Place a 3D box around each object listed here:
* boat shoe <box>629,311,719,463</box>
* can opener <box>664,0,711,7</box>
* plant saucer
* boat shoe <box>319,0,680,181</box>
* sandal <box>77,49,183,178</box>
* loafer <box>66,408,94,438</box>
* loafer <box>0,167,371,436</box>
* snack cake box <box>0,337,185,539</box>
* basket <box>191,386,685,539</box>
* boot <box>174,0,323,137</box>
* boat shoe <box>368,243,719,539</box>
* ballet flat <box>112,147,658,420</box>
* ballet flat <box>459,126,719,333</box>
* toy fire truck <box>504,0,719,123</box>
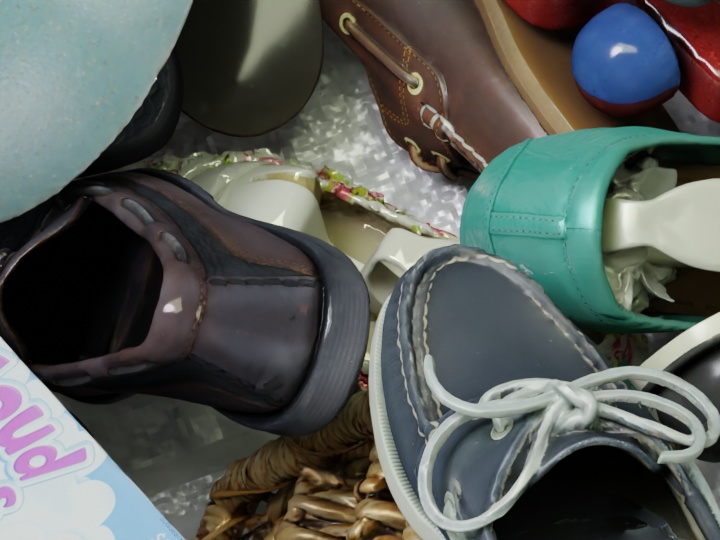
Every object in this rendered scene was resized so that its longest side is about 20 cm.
[{"bbox_3d":[0.154,0.036,0.819,0.201,0.074,0.063,3,60,-46],"label":"boat shoe"},{"bbox_3d":[0.135,-0.075,0.841,0.200,0.067,0.053,42,26,-1],"label":"can opener"},{"bbox_3d":[-0.123,-0.114,0.870,0.200,0.039,0.202,-9,76,40],"label":"plant saucer"},{"bbox_3d":[0.036,-0.065,0.938,0.070,0.070,0.200,-48,57,24],"label":"boat shoe"},{"bbox_3d":[-0.141,-0.063,0.944,0.199,0.043,0.077,3,73,25],"label":"sandal"},{"bbox_3d":[-0.143,0.110,0.849,0.073,0.071,0.201,19,65,13],"label":"loafer"},{"bbox_3d":[-0.073,0.003,0.842,0.063,0.200,0.072,14,88,-33],"label":"loafer"},{"bbox_3d":[-0.130,0.069,0.790,0.115,0.067,0.200,-37,54,-15],"label":"snack cake box"},{"bbox_3d":[-0.003,0.130,0.789,0.148,0.143,0.201,13,64,10],"label":"basket"},{"bbox_3d":[-0.068,-0.126,0.971,0.073,0.076,0.201,-28,74,-5],"label":"boot"},{"bbox_3d":[0.051,0.060,0.712,0.074,0.062,0.201,-9,48,-10],"label":"boat shoe"},{"bbox_3d":[0.000,0.000,0.902,0.199,0.064,0.076,18,66,14],"label":"ballet flat"},{"bbox_3d":[0.124,-0.007,0.850,0.199,0.070,0.068,0,95,-32],"label":"ballet flat"},{"bbox_3d":[0.106,-0.123,0.916,0.168,0.112,0.200,-34,71,-20],"label":"toy fire truck"}]
